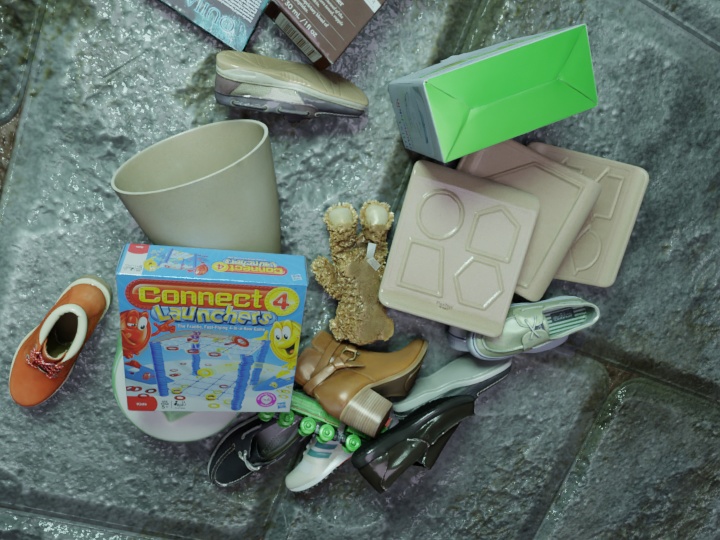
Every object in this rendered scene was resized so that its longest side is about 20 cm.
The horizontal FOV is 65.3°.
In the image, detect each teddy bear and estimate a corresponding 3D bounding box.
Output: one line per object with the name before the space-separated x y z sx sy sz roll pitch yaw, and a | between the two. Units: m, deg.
teddy bear | 0.000 0.000 0.799 0.143 0.067 0.204 -23 104 -14

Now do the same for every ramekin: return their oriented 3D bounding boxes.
ramekin | -0.235 0.129 0.761 0.195 0.098 0.205 -3 108 -11

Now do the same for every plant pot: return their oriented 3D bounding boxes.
plant pot | -0.173 -0.052 0.692 0.184 0.188 0.203 -18 123 -6

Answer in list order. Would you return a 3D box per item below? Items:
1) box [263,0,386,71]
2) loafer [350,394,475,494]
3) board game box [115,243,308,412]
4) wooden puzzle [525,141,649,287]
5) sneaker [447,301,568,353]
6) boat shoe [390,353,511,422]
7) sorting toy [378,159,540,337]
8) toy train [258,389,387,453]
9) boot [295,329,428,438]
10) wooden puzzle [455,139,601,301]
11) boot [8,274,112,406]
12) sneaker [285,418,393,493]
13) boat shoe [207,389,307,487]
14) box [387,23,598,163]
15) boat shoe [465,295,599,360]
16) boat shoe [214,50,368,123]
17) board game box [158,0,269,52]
box | -0.012 -0.349 0.664 0.100 0.075 0.201 40 87 -21
loafer | 0.082 0.236 0.773 0.197 0.073 0.072 -25 84 -19
board game box | -0.168 0.074 0.646 0.195 0.056 0.199 3 124 -12
wooden puzzle | 0.311 -0.081 0.846 0.195 0.046 0.189 10 104 -10
sneaker | 0.231 0.081 0.861 0.195 0.073 0.072 -3 110 -11
boat shoe | 0.145 0.187 0.867 0.197 0.074 0.061 -25 107 -2
sorting toy | 0.133 -0.029 0.769 0.181 0.036 0.204 16 92 -5
toy train | -0.054 0.211 0.794 0.197 0.042 0.057 23 64 -5
boot | 0.004 0.131 0.820 0.153 0.200 0.075 30 129 17
wooden puzzle | 0.212 -0.079 0.803 0.197 0.037 0.188 26 105 1
boot | -0.398 0.106 0.717 0.074 0.107 0.202 31 100 -21
sneaker | -0.048 0.255 0.868 0.198 0.070 0.094 -37 84 10
boat shoe | -0.148 0.261 0.841 0.198 0.060 0.074 -36 111 0
box | 0.152 -0.221 0.695 0.196 0.177 0.098 -21 109 -5
boat shoe | 0.247 0.076 0.806 0.196 0.062 0.073 -18 88 -12
boat shoe | -0.086 -0.220 0.706 0.196 0.073 0.065 5 131 -26
board game box | -0.194 -0.368 0.654 0.198 0.028 0.137 30 99 -19
